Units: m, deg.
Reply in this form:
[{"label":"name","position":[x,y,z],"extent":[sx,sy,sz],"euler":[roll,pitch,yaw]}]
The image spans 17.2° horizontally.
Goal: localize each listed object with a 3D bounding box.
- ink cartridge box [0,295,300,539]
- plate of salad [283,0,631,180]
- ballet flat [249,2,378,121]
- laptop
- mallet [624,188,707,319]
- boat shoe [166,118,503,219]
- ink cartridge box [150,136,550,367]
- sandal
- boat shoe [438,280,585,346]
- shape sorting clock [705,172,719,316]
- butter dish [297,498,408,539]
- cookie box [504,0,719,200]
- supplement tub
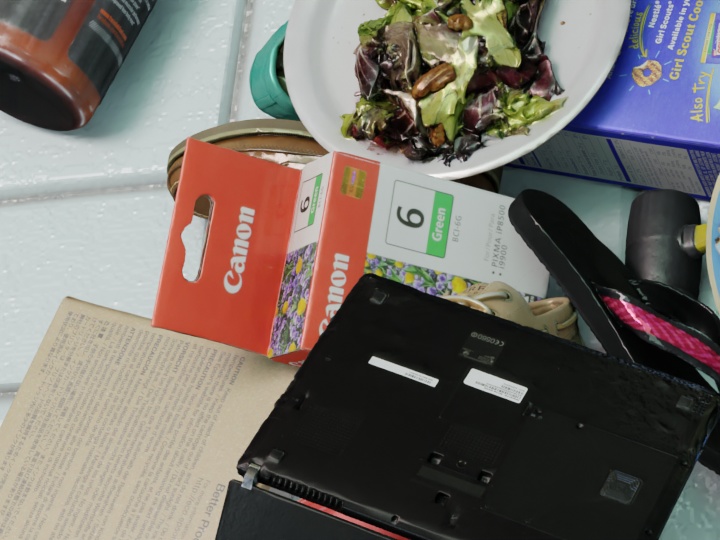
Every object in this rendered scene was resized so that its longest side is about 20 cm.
[{"label":"ink cartridge box","position":[-0.121,0.130,1.281],"extent":[0.165,0.075,0.200],"euler":[15,68,25]},{"label":"plate of salad","position":[0.048,-0.141,1.297],"extent":[0.200,0.048,0.200],"euler":[-9,60,16]},{"label":"ballet flat","position":[0.021,-0.155,1.385],"extent":[0.200,0.070,0.067],"euler":[-40,101,-1]},{"label":"laptop","position":[0.038,0.124,1.025],"extent":[0.177,0.103,0.200],"euler":[19,50,18]},{"label":"mallet","position":[0.214,-0.021,1.217],"extent":[0.200,0.041,0.066],"euler":[-14,57,47]},{"label":"boat shoe","position":[-0.022,-0.039,1.339],"extent":[0.200,0.072,0.068],"euler":[0,61,20]},{"label":"ink cartridge box","position":[0.000,0.000,1.240],"extent":[0.200,0.050,0.109],"euler":[15,76,-21]},{"label":"sandal","position":[0.151,0.028,1.209],"extent":[0.045,0.075,0.200],"euler":[-43,75,22]},{"label":"boat shoe","position":[0.052,0.039,1.156],"extent":[0.071,0.200,0.065],"euler":[-5,86,27]},{"label":"shape sorting clock","position":[0.261,-0.002,1.151],"extent":[0.200,0.039,0.200],"euler":[10,111,29]},{"label":"butter dish","position":[0.017,0.141,1.136],"extent":[0.199,0.200,0.148],"euler":[-26,70,5]},{"label":"cookie box","position":[0.178,-0.131,1.315],"extent":[0.200,0.075,0.171],"euler":[11,67,25]},{"label":"supplement tub","position":[-0.169,-0.192,1.459],"extent":[0.107,0.107,0.200],"euler":[17,69,27]}]
